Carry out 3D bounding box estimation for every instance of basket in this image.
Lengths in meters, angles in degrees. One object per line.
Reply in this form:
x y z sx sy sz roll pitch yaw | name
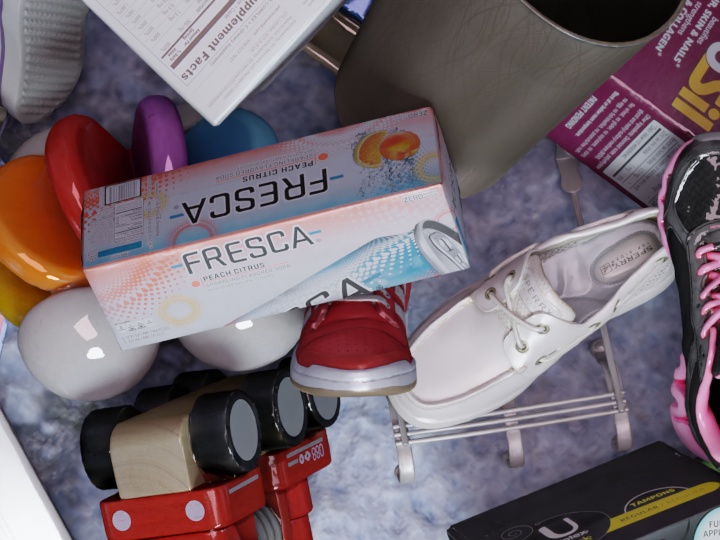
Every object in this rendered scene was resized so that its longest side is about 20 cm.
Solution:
0.073 -0.137 1.488 0.135 0.200 0.181 8 55 -21 | basket

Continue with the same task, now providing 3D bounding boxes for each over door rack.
0.078 0.024 1.669 0.147 0.067 0.201 -8 75 -4 | over door rack

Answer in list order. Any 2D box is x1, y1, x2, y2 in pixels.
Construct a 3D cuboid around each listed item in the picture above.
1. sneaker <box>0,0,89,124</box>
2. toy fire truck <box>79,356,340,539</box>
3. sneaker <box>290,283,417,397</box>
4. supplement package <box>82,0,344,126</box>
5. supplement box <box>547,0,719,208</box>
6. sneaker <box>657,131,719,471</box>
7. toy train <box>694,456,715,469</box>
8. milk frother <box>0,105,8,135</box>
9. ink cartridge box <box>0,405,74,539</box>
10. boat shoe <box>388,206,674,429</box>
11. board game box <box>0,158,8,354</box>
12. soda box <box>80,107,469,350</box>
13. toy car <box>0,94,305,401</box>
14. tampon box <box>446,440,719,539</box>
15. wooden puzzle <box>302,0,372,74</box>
-0.207 -0.183 1.592 0.073 0.201 0.114 -29 68 -35 | sneaker
-0.084 0.164 1.602 0.128 0.176 0.201 -9 95 23 | toy fire truck
0.000 0.000 1.524 0.071 0.200 0.113 3 103 0 | sneaker
-0.056 -0.183 1.556 0.111 0.200 0.156 43 100 -3 | supplement package
0.161 -0.139 1.639 0.200 0.103 0.131 35 65 -2 | supplement box
0.209 0.024 1.552 0.079 0.095 0.201 -5 104 5 | sneaker
0.274 0.115 1.687 0.199 0.042 0.057 -21 79 -4 | toy train
-0.317 -0.157 1.611 0.180 0.200 0.189 -14 120 14 | milk frother
-0.281 0.137 1.623 0.176 0.045 0.201 -28 103 -6 | ink cartridge box
0.101 0.018 1.600 0.200 0.069 0.071 -34 77 -10 | boat shoe
-0.285 0.002 1.650 0.157 0.039 0.201 13 87 -3 | board game box
-0.046 -0.021 1.470 0.199 0.069 0.064 -13 45 9 | soda box
-0.124 -0.034 1.585 0.199 0.150 0.176 -11 52 -4 | toy car
0.161 0.226 1.593 0.149 0.126 0.201 -21 106 -15 | tampon box
-0.010 -0.239 1.676 0.185 0.046 0.200 35 86 -2 | wooden puzzle
